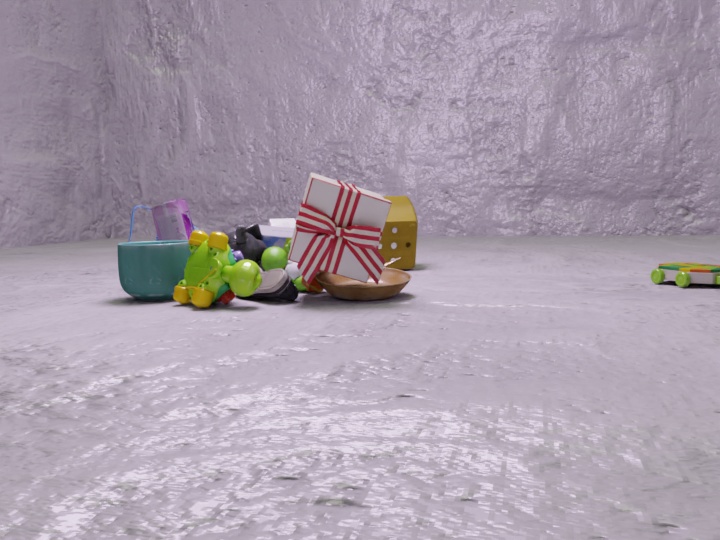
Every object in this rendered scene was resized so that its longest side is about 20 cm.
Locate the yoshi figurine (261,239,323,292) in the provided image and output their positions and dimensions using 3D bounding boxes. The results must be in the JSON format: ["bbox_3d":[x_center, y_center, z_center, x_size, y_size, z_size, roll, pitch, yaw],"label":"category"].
[{"bbox_3d":[-0.156,-0.009,1.500,0.111,0.114,0.198,-14,10,-38],"label":"yoshi figurine"}]

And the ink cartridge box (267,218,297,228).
[{"bbox_3d":[-0.169,-0.073,1.891,0.197,0.084,0.147,-3,-34,-24],"label":"ink cartridge box"}]

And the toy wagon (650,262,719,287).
[{"bbox_3d":[0.736,0.011,1.458,0.152,0.040,0.199,-4,6,-21],"label":"toy wagon"}]

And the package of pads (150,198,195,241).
[{"bbox_3d":[-0.421,-0.062,1.578,0.074,0.204,0.121,-14,7,-3],"label":"package of pads"}]

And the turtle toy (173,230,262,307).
[{"bbox_3d":[-0.269,0.007,1.301,0.100,0.148,0.198,22,-11,-42],"label":"turtle toy"}]

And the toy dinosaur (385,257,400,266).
[{"bbox_3d":[0.000,0.000,1.716,0.198,0.059,0.101,-15,27,-34],"label":"toy dinosaur"}]

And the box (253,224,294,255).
[{"bbox_3d":[-0.219,-0.054,1.766,0.197,0.123,0.048,4,41,-28],"label":"box"}]

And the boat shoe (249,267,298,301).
[{"bbox_3d":[-0.194,0.038,1.383,0.063,0.073,0.199,44,-25,-27],"label":"boat shoe"}]

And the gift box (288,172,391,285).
[{"bbox_3d":[-0.041,-0.072,1.331,0.181,0.204,0.187,11,10,-8],"label":"gift box"}]

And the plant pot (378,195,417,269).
[{"bbox_3d":[0.068,-0.093,1.913,0.196,0.204,0.176,-3,17,-16],"label":"plant pot"}]

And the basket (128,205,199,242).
[{"bbox_3d":[-0.584,-0.089,1.997,0.197,0.180,0.139,8,4,-29],"label":"basket"}]

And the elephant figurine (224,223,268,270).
[{"bbox_3d":[-0.264,-0.042,1.635,0.153,0.144,0.199,-4,7,34],"label":"elephant figurine"}]

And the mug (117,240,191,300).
[{"bbox_3d":[-0.419,-0.002,1.422,0.149,0.117,0.185,0,5,17],"label":"mug"}]

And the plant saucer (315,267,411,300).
[{"bbox_3d":[0.006,0.028,1.382,0.196,0.036,0.200,0,12,0],"label":"plant saucer"}]
